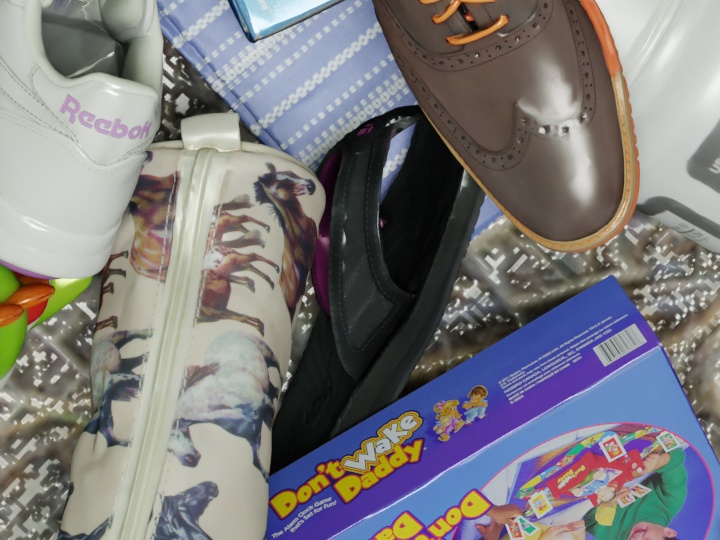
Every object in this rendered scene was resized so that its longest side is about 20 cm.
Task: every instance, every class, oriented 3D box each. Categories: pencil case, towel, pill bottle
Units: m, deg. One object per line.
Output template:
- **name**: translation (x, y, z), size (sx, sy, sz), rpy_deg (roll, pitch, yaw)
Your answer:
- **pencil case**: translation (-0.063, 0.050, 1.016), size (0.078, 0.089, 0.200), rpy_deg (10, 69, -2)
- **towel**: translation (0.003, -0.108, 1.113), size (0.145, 0.024, 0.200), rpy_deg (-41, 100, 0)
- **pill bottle**: translation (0.153, -0.056, 1.073), size (0.200, 0.113, 0.113), rpy_deg (29, 94, -13)

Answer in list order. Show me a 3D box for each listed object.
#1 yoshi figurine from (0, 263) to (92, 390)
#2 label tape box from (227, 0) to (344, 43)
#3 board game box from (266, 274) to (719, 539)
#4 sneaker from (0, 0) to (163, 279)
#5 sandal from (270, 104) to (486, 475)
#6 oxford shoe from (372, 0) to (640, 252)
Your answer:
- **yoshi figurine**: translation (-0.169, 0.016, 1.023), size (0.112, 0.200, 0.112), rpy_deg (37, 94, -8)
- **label tape box**: translation (0.019, -0.187, 1.056), size (0.200, 0.063, 0.144), rpy_deg (-27, 92, 0)
- **board game box**: translation (0.037, 0.107, 1.094), size (0.200, 0.045, 0.134), rpy_deg (-30, 131, 0)
- **sneaker**: translation (-0.098, -0.090, 1.011), size (0.075, 0.200, 0.100), rpy_deg (12, 129, -27)
- **sandal**: translation (0.000, 0.001, 1.073), size (0.048, 0.075, 0.200), rpy_deg (15, 113, -20)
- **oxford shoe**: translation (0.028, -0.094, 0.983), size (0.071, 0.073, 0.200), rpy_deg (-28, 89, 19)
